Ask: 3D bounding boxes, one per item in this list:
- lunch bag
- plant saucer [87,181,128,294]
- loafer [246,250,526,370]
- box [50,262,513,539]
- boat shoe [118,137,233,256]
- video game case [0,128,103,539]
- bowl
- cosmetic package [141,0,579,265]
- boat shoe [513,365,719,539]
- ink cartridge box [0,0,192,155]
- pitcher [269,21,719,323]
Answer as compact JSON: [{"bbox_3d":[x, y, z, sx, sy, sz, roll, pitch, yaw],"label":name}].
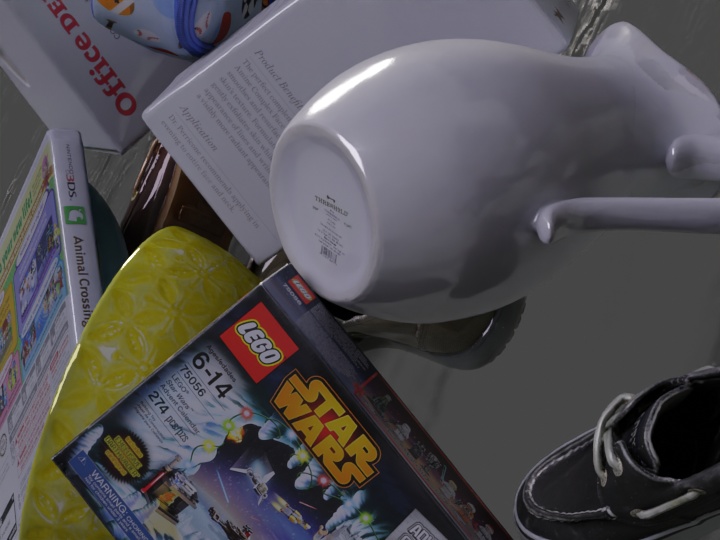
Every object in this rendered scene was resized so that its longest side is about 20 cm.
[{"bbox_3d":[-0.074,-0.209,1.369,0.075,0.160,0.200,14,89,17],"label":"lunch bag"},{"bbox_3d":[-0.160,0.044,1.433,0.200,0.027,0.200,-176,90,-67],"label":"plant saucer"},{"bbox_3d":[0.000,0.000,1.291,0.200,0.070,0.075,4,66,53],"label":"loafer"},{"bbox_3d":[-0.021,0.116,1.120,0.137,0.200,0.040,-40,-2,24],"label":"box"},{"bbox_3d":[-0.095,-0.048,1.454,0.070,0.070,0.200,13,73,54],"label":"boat shoe"},{"bbox_3d":[-0.175,0.053,1.407,0.200,0.022,0.182,123,143,-51],"label":"video game case"},{"bbox_3d":[-0.074,0.089,1.256,0.108,0.200,0.200,19,72,11],"label":"bowl"},{"bbox_3d":[0.000,-0.102,1.280,0.200,0.102,0.074,-34,11,20],"label":"cosmetic package"},{"bbox_3d":[0.131,0.072,1.067,0.200,0.064,0.071,-22,47,41],"label":"boat shoe"},{"bbox_3d":[-0.123,-0.184,1.480,0.200,0.145,0.084,-44,24,-17],"label":"ink cartridge box"},{"bbox_3d":[0.078,-0.040,1.129,0.172,0.200,0.121,26,124,49],"label":"pitcher"}]
